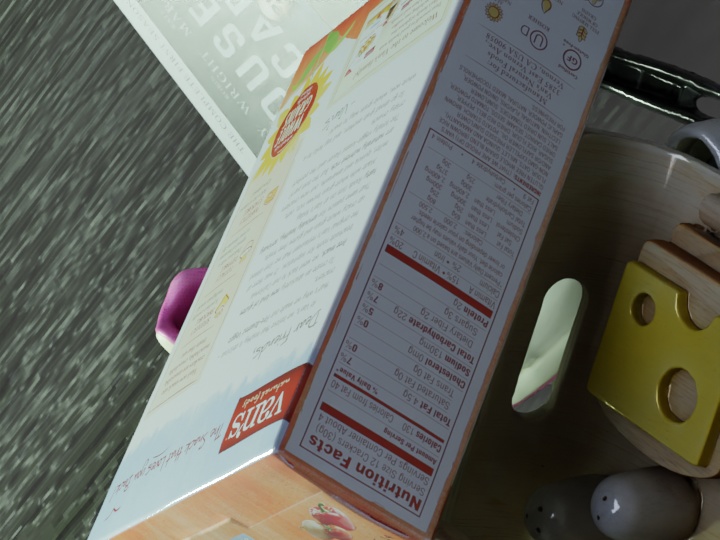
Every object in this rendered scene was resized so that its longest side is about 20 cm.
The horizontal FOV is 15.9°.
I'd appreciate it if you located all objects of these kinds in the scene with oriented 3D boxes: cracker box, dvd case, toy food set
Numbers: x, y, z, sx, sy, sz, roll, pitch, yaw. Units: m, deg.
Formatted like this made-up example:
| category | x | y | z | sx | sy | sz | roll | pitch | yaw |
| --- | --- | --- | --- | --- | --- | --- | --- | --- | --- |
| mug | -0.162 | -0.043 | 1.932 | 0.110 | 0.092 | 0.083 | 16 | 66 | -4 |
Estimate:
| category | x | y | z | sx | sy | sz | roll | pitch | yaw |
| --- | --- | --- | --- | --- | --- | --- | --- | --- | --- |
| cracker box | 0.000 | 0.000 | 0.785 | 0.134 | 0.058 | 0.201 | -31 | 31 | 57 |
| dvd case | -0.015 | -0.110 | 0.908 | 0.151 | 0.025 | 0.200 | 52 | 142 | -2 |
| toy food set | 0.103 | 0.060 | 0.732 | 0.200 | 0.060 | 0.144 | 36 | 116 | 46 |

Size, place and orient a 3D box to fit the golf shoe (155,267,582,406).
| category | x | y | z | sx | sy | sz | roll | pitch | yaw |
| --- | --- | --- | --- | --- | --- | --- | --- | --- | --- |
| golf shoe | 0.010 | 0.011 | 0.898 | 0.199 | 0.091 | 0.076 | -27 | 38 | 38 |

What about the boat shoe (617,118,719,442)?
| category | x | y | z | sx | sy | sz | roll | pitch | yaw |
| --- | --- | --- | --- | --- | --- | --- | --- | --- | --- |
| boat shoe | 0.109 | 0.051 | 0.827 | 0.071 | 0.069 | 0.201 | -4 | 83 | 40 |

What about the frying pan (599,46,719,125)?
| category | x | y | z | sx | sy | sz | roll | pitch | yaw |
| --- | --- | --- | --- | --- | --- | --- | --- | --- | --- |
| frying pan | 0.051 | -0.072 | 0.929 | 0.115 | 0.031 | 0.190 | -55 | 50 | 24 |

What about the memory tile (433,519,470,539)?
| category | x | y | z | sx | sy | sz | roll | pitch | yaw |
| --- | --- | --- | --- | --- | --- | --- | --- | --- | --- |
| memory tile | 0.056 | 0.121 | 0.787 | 0.017 | 0.153 | 0.200 | -45 | 23 | -7 |
